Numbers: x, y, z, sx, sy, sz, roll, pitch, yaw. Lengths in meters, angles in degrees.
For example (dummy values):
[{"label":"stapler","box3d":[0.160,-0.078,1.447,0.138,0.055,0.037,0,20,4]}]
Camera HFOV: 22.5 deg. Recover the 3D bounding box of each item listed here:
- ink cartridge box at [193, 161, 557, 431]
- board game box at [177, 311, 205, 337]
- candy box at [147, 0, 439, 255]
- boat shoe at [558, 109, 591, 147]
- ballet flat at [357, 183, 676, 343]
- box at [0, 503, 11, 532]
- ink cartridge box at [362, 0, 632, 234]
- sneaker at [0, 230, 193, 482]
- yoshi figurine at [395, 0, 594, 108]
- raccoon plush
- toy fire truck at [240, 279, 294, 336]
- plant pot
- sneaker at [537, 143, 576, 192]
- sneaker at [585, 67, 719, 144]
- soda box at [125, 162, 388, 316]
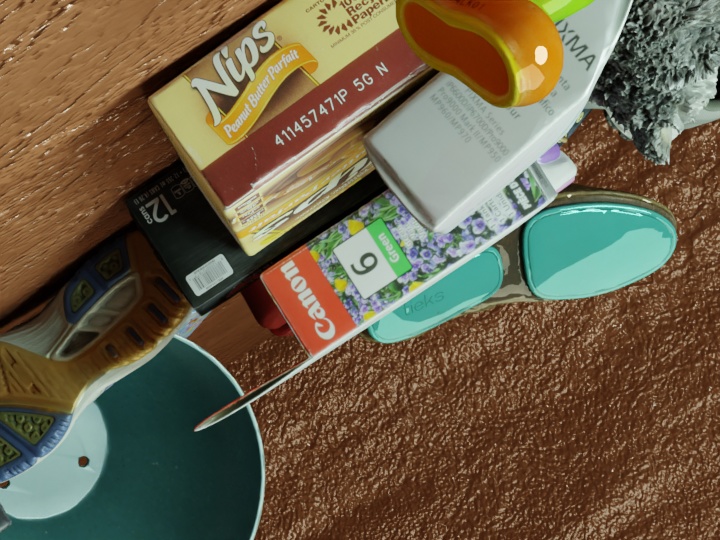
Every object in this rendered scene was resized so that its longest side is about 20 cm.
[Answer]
[{"label":"ink cartridge box","box3d":[0.000,0.000,0.882,0.199,0.051,0.109,-33,178,9]},{"label":"board game box","box3d":[-0.194,0.067,1.263,0.199,0.037,0.151,-34,177,-22]},{"label":"candy box","box3d":[-0.018,-0.067,0.744,0.115,0.055,0.200,-35,177,-3]},{"label":"boat shoe","box3d":[0.090,-0.080,1.080,0.091,0.071,0.201,-28,-148,41]},{"label":"ballet flat","box3d":[0.075,-0.012,0.999,0.199,0.068,0.072,-18,-148,-16]},{"label":"box","box3d":[-0.255,0.119,0.697,0.200,0.106,0.122,-32,178,-34]},{"label":"ink cartridge box","box3d":[0.093,-0.093,0.714,0.200,0.057,0.163,-36,177,4]},{"label":"sneaker","box3d":[-0.162,0.053,0.978,0.199,0.076,0.088,-33,178,6]},{"label":"yoshi figurine","box3d":[0.103,-0.132,0.536,0.200,0.112,0.112,-36,172,-23]},{"label":"raccoon plush","box3d":[0.114,-0.121,0.891,0.199,0.097,0.134,2,136,-34]},{"label":"toy fire truck","box3d":[-0.012,-0.018,1.129,0.176,0.129,0.200,-34,169,20]},{"label":"plant pot","box3d":[-0.177,0.123,1.116,0.200,0.201,0.135,-32,-158,-23]},{"label":"sneaker","box3d":[0.019,-0.070,0.989,0.199,0.089,0.080,-9,-166,32]},{"label":"sneaker","box3d":[0.150,-0.123,1.031,0.079,0.075,0.199,-14,166,40]},{"label":"soda box","box3d":[-0.014,-0.059,0.881,0.199,0.064,0.071,-33,177,-4]}]
